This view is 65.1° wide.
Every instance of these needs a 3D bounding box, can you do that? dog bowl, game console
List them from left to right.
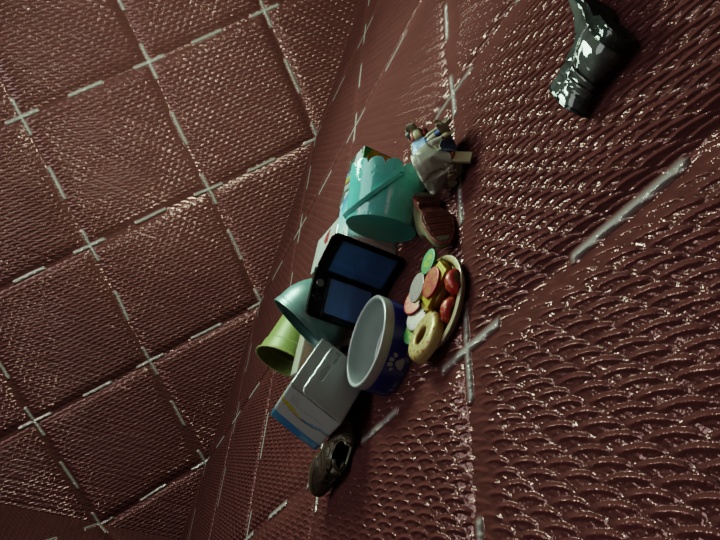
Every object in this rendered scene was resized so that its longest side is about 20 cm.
[{"bbox_3d":[-0.010,0.039,1.321,0.118,0.194,0.178,145,142,-63],"label":"game console"},{"bbox_3d":[0.042,0.164,1.233,0.204,0.077,0.202,-90,26,-47],"label":"dog bowl"}]

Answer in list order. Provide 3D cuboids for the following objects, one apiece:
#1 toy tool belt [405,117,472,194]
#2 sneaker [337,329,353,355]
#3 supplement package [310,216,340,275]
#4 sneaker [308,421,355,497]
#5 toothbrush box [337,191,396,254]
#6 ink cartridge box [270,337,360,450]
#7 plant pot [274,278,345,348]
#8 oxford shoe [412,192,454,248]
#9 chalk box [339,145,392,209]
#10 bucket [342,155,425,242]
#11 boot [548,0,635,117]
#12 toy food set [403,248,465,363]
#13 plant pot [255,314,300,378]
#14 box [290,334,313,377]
[{"bbox_3d":[0.177,-0.268,1.233,0.120,0.125,0.204,-27,40,20],"label":"toy tool belt"},{"bbox_3d":[-0.037,0.188,1.493,0.199,0.074,0.094,-29,37,55],"label":"sneaker"},{"bbox_3d":[-0.057,-0.053,1.698,0.200,0.116,0.125,-39,35,59],"label":"supplement package"},{"bbox_3d":[-0.070,0.449,1.302,0.076,0.068,0.205,-107,39,-73],"label":"sneaker"},{"bbox_3d":[0.016,-0.095,1.468,0.086,0.142,0.205,-49,27,49],"label":"toothbrush box"},{"bbox_3d":[-0.098,0.295,1.336,0.148,0.144,0.201,-52,-2,-38],"label":"ink cartridge box"},{"bbox_3d":[-0.105,0.099,1.429,0.134,0.201,0.199,-45,11,-16],"label":"plant pot"},{"bbox_3d":[0.155,-0.092,1.197,0.202,0.068,0.077,-100,8,-57],"label":"oxford shoe"},{"bbox_3d":[0.023,-0.225,1.623,0.124,0.120,0.207,151,134,-64],"label":"chalk box"},{"bbox_3d":[0.056,-0.163,1.338,0.206,0.201,0.140,153,130,-66],"label":"bucket"},{"bbox_3d":[0.330,-0.335,0.865,0.204,0.068,0.133,-84,16,-47],"label":"boot"},{"bbox_3d":[0.136,0.065,1.089,0.199,0.047,0.205,-114,44,-66],"label":"toy food set"},{"bbox_3d":[-0.221,0.222,1.871,0.200,0.196,0.194,-42,21,57],"label":"plant pot"},{"bbox_3d":[-0.143,0.231,1.728,0.078,0.092,0.206,145,142,-63],"label":"box"}]
